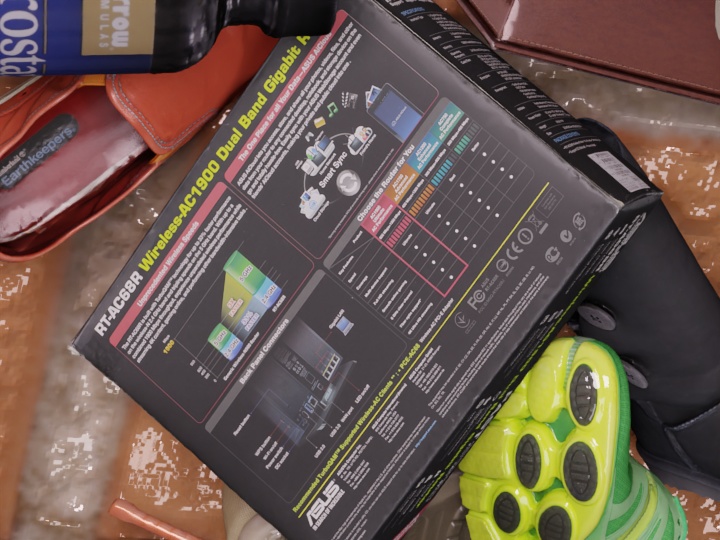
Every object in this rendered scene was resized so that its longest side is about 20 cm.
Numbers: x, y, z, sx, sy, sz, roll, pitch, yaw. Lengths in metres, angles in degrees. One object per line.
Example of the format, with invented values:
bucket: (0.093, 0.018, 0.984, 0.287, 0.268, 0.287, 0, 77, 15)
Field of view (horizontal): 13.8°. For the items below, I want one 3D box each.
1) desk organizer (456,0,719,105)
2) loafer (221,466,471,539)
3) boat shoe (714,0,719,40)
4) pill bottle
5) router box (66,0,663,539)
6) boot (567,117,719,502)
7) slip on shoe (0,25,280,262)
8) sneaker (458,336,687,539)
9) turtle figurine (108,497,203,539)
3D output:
desk organizer: (0.143, -0.115, 1.197, 0.200, 0.072, 0.077, 12, 113, -23)
loafer: (0.026, 0.094, 1.288, 0.200, 0.068, 0.076, -4, 129, -33)
boat shoe: (0.201, -0.146, 1.141, 0.068, 0.072, 0.200, 50, 57, -30)
pill bottle: (-0.110, -0.126, 1.077, 0.200, 0.112, 0.112, -2, 120, -7)
router box: (0.000, 0.000, 1.173, 0.150, 0.062, 0.200, 41, 110, 12)
boot: (0.143, 0.018, 1.231, 0.066, 0.165, 0.200, -54, 128, -30)
slip on shoe: (-0.083, -0.073, 1.159, 0.200, 0.061, 0.074, -39, 121, 4)
sneaker: (0.091, 0.099, 1.248, 0.084, 0.074, 0.200, -42, 143, -36)
turtle figurine: (-0.059, 0.188, 1.316, 0.200, 0.064, 0.161, 29, 95, -26)
